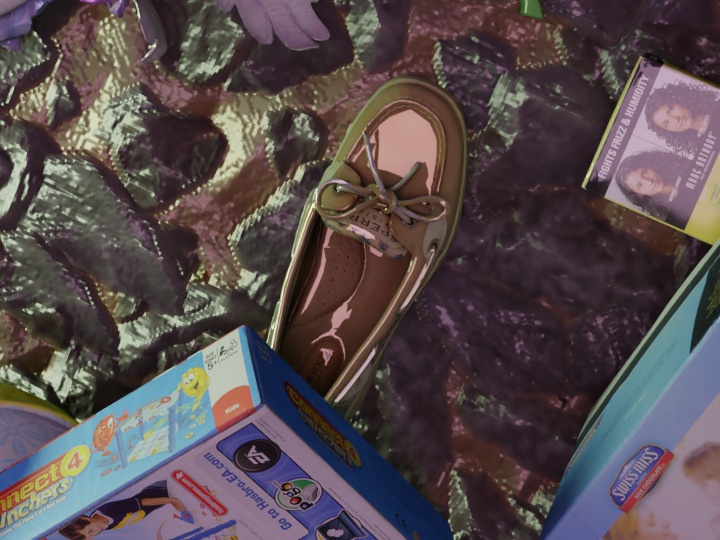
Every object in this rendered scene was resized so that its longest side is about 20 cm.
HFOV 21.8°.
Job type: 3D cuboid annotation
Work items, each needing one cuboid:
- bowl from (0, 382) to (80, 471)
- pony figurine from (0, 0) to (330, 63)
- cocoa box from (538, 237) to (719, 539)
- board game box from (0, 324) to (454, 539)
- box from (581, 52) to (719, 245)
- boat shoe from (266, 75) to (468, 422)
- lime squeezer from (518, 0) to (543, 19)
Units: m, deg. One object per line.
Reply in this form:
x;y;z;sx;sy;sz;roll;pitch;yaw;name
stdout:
-0.232;0.131;0.969;0.108;0.200;0.200;37;108;47;bowl
-0.120;-0.182;0.903;0.200;0.166;0.193;-17;88;28;pony figurine
0.191;0.067;0.848;0.133;0.131;0.200;32;124;1;cocoa box
-0.078;0.145;0.925;0.196;0.056;0.200;-30;132;13;board game box
0.213;-0.033;0.904;0.200;0.050;0.075;25;102;5;box
0.000;0.000;0.941;0.073;0.063;0.200;20;101;7;boat shoe
0.077;-0.227;0.905;0.070;0.038;0.200;14;100;8;lime squeezer
